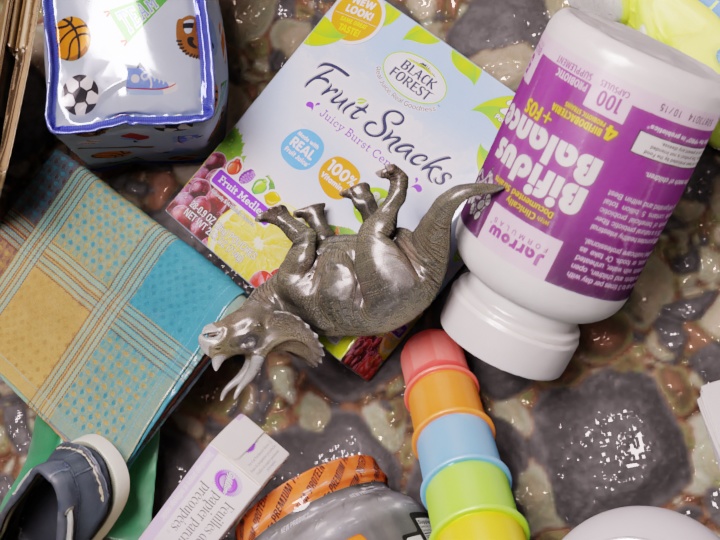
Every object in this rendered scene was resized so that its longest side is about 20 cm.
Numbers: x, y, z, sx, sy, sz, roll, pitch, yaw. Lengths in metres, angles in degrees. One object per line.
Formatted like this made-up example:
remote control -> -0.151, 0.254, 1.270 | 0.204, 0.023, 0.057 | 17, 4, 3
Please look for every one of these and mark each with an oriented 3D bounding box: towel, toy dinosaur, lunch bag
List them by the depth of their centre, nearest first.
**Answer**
toy dinosaur -> 0.000, 0.000, 0.855 | 0.199, 0.077, 0.103 | -18, 85, 13
lunch bag -> -0.142, -0.177, 0.939 | 0.123, 0.170, 0.201 | -6, 85, -5
towel -> -0.177, 0.025, 0.945 | 0.200, 0.022, 0.147 | 36, 88, 30

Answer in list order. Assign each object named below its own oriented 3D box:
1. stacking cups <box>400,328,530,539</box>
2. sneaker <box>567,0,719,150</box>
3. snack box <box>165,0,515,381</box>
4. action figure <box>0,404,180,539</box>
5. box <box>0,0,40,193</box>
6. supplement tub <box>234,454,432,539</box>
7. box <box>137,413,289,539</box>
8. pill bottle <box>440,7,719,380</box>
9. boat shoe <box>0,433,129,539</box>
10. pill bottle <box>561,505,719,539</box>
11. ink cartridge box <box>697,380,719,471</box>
stacking cups -> 0.056, 0.115, 0.836 | 0.060, 0.061, 0.200 | -26, 35, 9
sneaker -> 0.206, -0.170, 0.910 | 0.105, 0.076, 0.200 | -34, 73, -7
snack box -> 0.000, -0.060, 0.940 | 0.169, 0.068, 0.200 | 38, 88, 24
action figure -> -0.161, 0.074, 0.960 | 0.118, 0.055, 0.201 | 9, 78, 22
box -> -0.243, -0.111, 0.977 | 0.021, 0.200, 0.164 | 10, 72, -17
supplement tub -> 0.013, 0.214, 0.823 | 0.122, 0.123, 0.200 | -34, 66, 6
box -> -0.112, 0.167, 0.867 | 0.039, 0.041, 0.200 | 39, 124, 3
pill bottle -> 0.123, -0.041, 0.845 | 0.112, 0.112, 0.201 | 32, 110, 24
boat shoe -> -0.208, 0.187, 0.898 | 0.075, 0.062, 0.200 | 46, 121, 19
pill bottle -> 0.151, 0.182, 0.744 | 0.110, 0.200, 0.111 | -5, 73, 17
ink cartridge box -> 0.294, 0.109, 0.747 | 0.199, 0.083, 0.147 | -19, 110, 12
